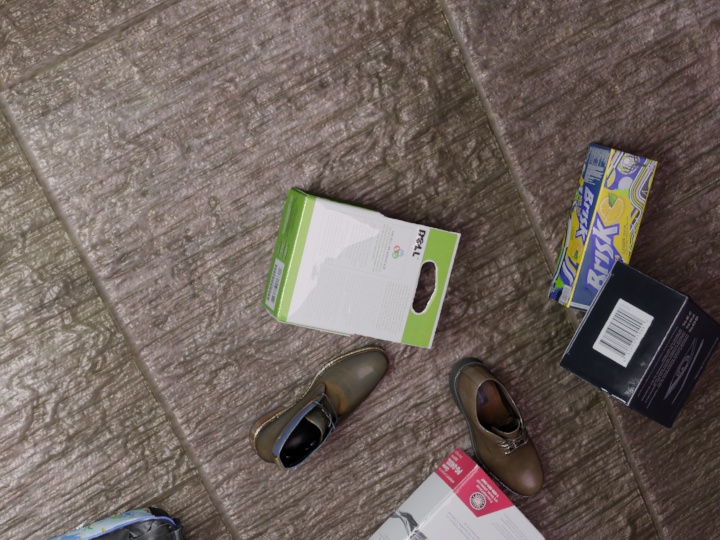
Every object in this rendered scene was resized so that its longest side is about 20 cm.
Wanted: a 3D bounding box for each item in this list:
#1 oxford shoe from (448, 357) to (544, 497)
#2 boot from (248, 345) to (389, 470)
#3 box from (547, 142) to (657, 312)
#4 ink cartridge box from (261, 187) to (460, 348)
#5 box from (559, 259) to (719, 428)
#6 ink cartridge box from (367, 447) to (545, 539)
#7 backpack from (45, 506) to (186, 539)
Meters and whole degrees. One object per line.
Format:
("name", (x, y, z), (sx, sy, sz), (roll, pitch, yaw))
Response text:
("oxford shoe", (0.177, 0.208, 1.818), (0.072, 0.084, 0.201), (-36, 111, -9))
("boot", (-0.036, 0.168, 1.735), (0.199, 0.097, 0.075), (-38, 109, -7))
("box", (0.298, -0.049, 1.814), (0.069, 0.064, 0.203), (13, 98, -19))
("ink cartridge box", (0.000, 0.000, 1.725), (0.197, 0.076, 0.150), (12, 97, -20))
("box", (0.346, 0.093, 1.785), (0.149, 0.104, 0.200), (-60, 150, 0))
("ink cartridge box", (0.107, 0.347, 1.823), (0.200, 0.083, 0.145), (-44, 110, -4))
("backpack", (-0.294, 0.375, 1.663), (0.197, 0.147, 0.186), (-12, 91, -18))
